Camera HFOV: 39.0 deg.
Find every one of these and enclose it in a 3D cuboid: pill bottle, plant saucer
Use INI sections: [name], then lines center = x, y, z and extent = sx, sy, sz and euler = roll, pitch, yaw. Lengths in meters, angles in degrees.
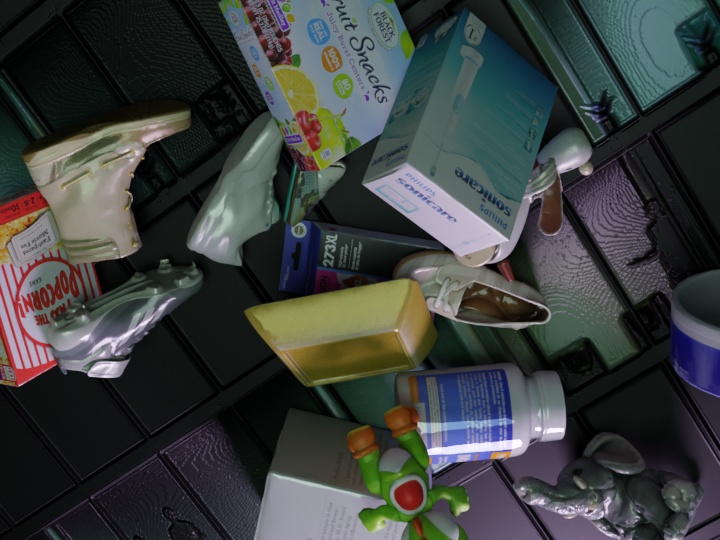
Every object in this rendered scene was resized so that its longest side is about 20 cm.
[pill bottle]
center = 0.142, 0.171, 1.224
extent = 0.195, 0.112, 0.114
euler = -4, 109, -1
[plant saucer]
center = -0.014, 0.083, 1.177
extent = 0.196, 0.200, 0.049
euler = -10, 66, 8

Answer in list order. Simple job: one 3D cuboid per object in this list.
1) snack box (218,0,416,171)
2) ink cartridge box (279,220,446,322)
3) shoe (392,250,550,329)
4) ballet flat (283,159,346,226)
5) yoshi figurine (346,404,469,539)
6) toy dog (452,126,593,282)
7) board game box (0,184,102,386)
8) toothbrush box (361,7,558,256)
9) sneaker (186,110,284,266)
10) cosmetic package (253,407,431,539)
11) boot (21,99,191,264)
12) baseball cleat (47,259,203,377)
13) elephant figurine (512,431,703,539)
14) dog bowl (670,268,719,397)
[snack box]
center = -0.032, -0.235, 1.093
extent = 0.167, 0.067, 0.203
euler = -32, 107, -21
[ink cartridge box]
center = 0.000, 0.000, 1.226
extent = 0.196, 0.037, 0.097
euler = 10, 109, 4
[shoe]
center = 0.133, 0.026, 1.188
extent = 0.196, 0.053, 0.071
euler = 13, 106, -15
[ballet flat]
center = -0.049, -0.147, 1.167
extent = 0.070, 0.069, 0.204
euler = 3, 106, -5
[yoshi figurine]
center = 0.062, 0.259, 1.126
extent = 0.112, 0.111, 0.203
euler = -43, 65, 42
[toy dog]
center = 0.188, -0.061, 1.145
extent = 0.096, 0.132, 0.199
euler = 45, 132, -11
[board game box]
center = -0.385, 0.011, 1.201
extent = 0.046, 0.151, 0.204
euler = 2, 113, 35
[toothbrush box]
center = 0.108, -0.142, 1.065
extent = 0.145, 0.203, 0.085
euler = 32, 153, -24
[sneaker]
center = -0.123, -0.093, 1.194
extent = 0.087, 0.076, 0.201
euler = 27, 115, -17
[cosmetic package]
center = -0.022, 0.298, 1.258
extent = 0.196, 0.165, 0.168
euler = 13, 109, 1
[boot]
center = -0.274, -0.103, 1.189
extent = 0.197, 0.073, 0.158
euler = -21, 115, -11
[baseball cleat]
center = -0.277, 0.063, 1.232
extent = 0.197, 0.070, 0.108
euler = -21, 123, -19
[elephant figurine]
center = 0.306, 0.269, 1.247
extent = 0.197, 0.156, 0.143
euler = 25, 74, 23
[dog bowl]
center = 0.443, 0.069, 1.122
extent = 0.195, 0.201, 0.080
euler = -1, 112, 5
